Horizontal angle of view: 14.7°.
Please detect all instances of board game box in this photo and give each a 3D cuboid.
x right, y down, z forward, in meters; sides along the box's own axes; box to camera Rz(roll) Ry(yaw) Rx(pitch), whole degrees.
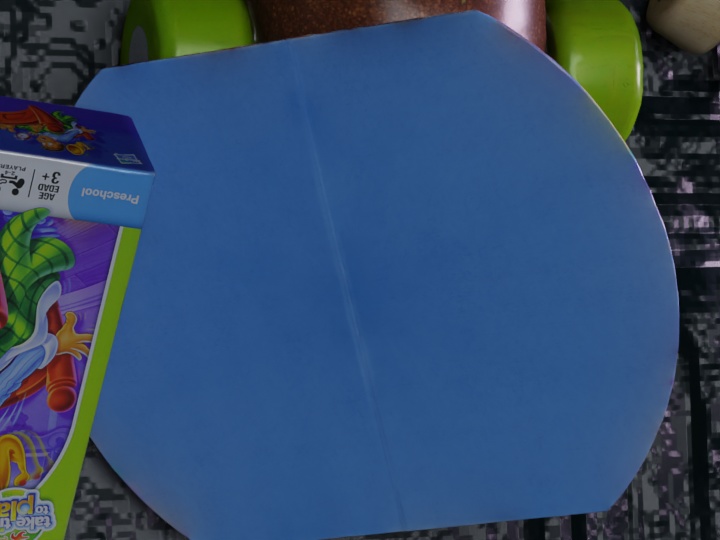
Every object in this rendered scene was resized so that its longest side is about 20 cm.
[{"bbox_3d":[0.000,0.000,0.845,0.199,0.039,0.159,-8,108,19],"label":"board game box"},{"bbox_3d":[-0.171,0.010,0.797,0.199,0.045,0.135,7,113,-20],"label":"board game box"}]

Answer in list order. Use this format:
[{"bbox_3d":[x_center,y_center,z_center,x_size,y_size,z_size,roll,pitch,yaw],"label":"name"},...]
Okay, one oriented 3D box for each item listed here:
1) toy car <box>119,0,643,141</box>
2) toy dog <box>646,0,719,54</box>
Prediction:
[{"bbox_3d":[0.031,-0.110,0.829,0.163,0.200,0.159,0,86,-20],"label":"toy car"},{"bbox_3d":[0.180,-0.131,0.942,0.131,0.096,0.201,15,81,-19],"label":"toy dog"}]
